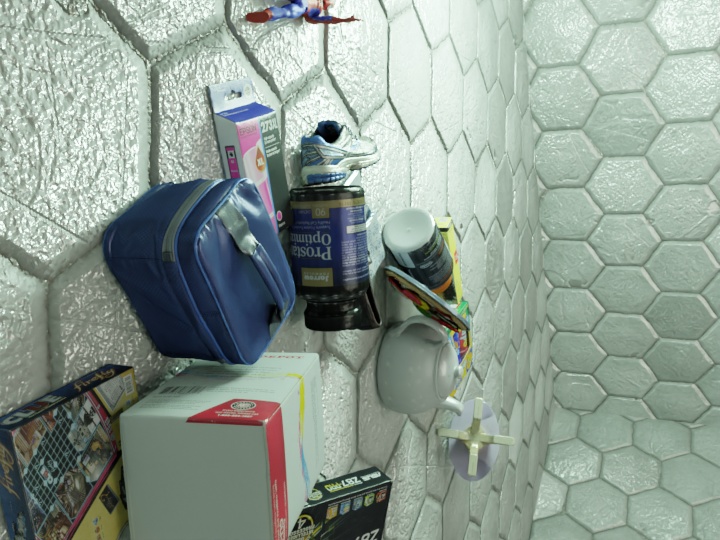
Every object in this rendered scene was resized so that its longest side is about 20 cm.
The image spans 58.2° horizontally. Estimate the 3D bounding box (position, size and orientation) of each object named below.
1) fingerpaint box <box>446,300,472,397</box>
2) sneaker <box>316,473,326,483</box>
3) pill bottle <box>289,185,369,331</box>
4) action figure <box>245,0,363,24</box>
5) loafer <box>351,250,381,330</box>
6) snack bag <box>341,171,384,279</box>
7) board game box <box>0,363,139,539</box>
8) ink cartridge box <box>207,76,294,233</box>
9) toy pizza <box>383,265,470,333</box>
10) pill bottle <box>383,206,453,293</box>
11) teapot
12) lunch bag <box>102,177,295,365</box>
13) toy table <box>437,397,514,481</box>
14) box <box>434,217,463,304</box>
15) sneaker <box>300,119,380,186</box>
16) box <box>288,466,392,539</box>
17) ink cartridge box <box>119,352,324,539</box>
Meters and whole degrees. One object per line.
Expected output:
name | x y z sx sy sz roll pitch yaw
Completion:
fingerpaint box | 0.199 0.182 1.504 0.200 0.073 0.168 -37 125 -59
sneaker | -0.069 0.347 0.964 0.200 0.074 0.080 49 57 -47
pill bottle | -0.044 -0.020 0.932 0.112 0.111 0.201 -21 110 -63
action figure | -0.067 -0.370 0.885 0.200 0.099 0.066 -42 130 -60
loafer | 0.000 0.000 1.036 0.072 0.063 0.201 -32 121 -60
snack bag | -0.013 -0.053 1.101 0.189 0.021 0.201 -56 140 -48
board game box | -0.252 0.205 0.593 0.135 0.034 0.201 -30 118 -61
ink cartridge box | -0.135 -0.140 0.824 0.095 0.037 0.201 -42 127 -57
toy pizza | 0.120 0.060 1.218 0.032 0.200 0.200 -53 148 -3
pill bottle | 0.125 -0.029 1.296 0.200 0.106 0.107 55 44 -51
teapot | 0.129 0.190 1.272 0.200 0.145 0.198 13 80 -63
lunch bag | -0.151 0.008 0.683 0.136 0.132 0.201 -62 143 -43
toy table | 0.284 0.417 1.601 0.117 0.183 0.201 64 22 -72
box | 0.180 -0.019 1.451 0.050 0.075 0.201 -53 136 -51
sneaker | -0.029 -0.193 0.999 0.200 0.077 0.086 -41 124 -58
box | -0.053 0.373 0.899 0.199 0.049 0.162 0 107 -41
ink cartridge box | -0.129 0.181 0.675 0.200 0.145 0.145 -44 133 -74
